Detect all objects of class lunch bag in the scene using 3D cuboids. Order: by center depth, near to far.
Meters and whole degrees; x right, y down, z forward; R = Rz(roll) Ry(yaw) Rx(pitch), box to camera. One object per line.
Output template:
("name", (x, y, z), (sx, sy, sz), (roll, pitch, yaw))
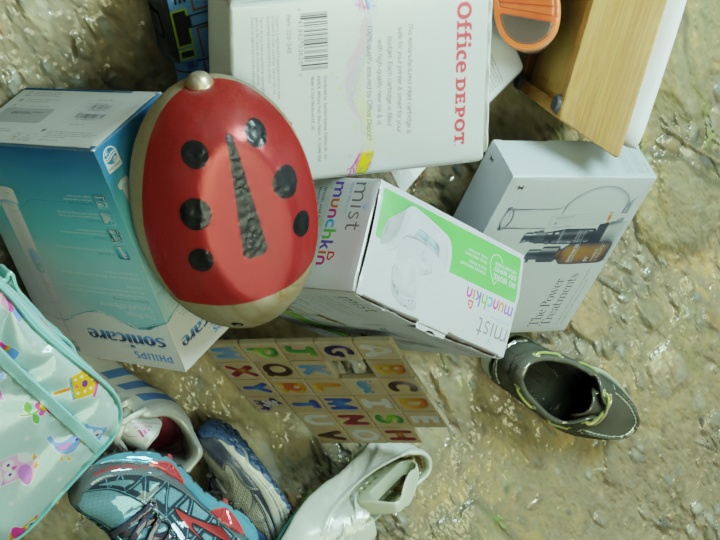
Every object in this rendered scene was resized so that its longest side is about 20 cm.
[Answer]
("lunch bag", (-0.270, 0.085, 1.223), (0.160, 0.077, 0.200), (-45, 126, -5))

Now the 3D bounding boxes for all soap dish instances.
("soap dish", (0.204, -0.212, 1.501), (0.081, 0.157, 0.200), (11, 105, -15))

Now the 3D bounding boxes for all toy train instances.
("toy train", (-0.098, -0.166, 1.391), (0.114, 0.087, 0.200), (-18, 120, -12))

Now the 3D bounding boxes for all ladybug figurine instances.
("ladybug figurine", (-0.092, -0.045, 1.259), (0.136, 0.072, 0.200), (-23, 117, -15))

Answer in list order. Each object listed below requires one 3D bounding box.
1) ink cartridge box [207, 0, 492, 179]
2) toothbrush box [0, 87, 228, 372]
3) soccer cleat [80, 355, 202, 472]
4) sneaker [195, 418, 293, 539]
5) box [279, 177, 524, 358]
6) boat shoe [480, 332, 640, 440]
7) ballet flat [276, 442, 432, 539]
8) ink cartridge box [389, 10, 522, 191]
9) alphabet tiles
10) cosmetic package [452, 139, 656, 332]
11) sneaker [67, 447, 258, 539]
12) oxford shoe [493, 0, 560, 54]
("ink cartridge box", (-0.010, -0.151, 1.330), (0.200, 0.086, 0.148), (-7, 117, -17))
("toothbrush box", (-0.193, -0.031, 1.342), (0.085, 0.146, 0.200), (-46, 129, -40))
("soccer cleat", (-0.208, 0.106, 1.441), (0.200, 0.086, 0.070), (31, 94, -35))
("sneaker", (-0.104, 0.218, 1.557), (0.085, 0.077, 0.200), (-33, 123, -8))
("box", (0.000, 0.000, 1.422), (0.200, 0.176, 0.097), (25, 73, -47))
("boat shoe", (0.201, 0.120, 1.692), (0.202, 0.060, 0.072), (29, 95, -35))
("ballet flat", (-0.001, 0.208, 1.563), (0.200, 0.069, 0.070), (-41, 131, -45))
("ink cartridge box", (0.035, -0.194, 1.446), (0.176, 0.045, 0.200), (-46, 127, -25))
("alphabet tiles", (-0.022, 0.105, 1.511), (0.200, 0.167, 0.008), (57, 36, -54))
("cosmetic package", (0.149, -0.026, 1.560), (0.151, 0.052, 0.200), (0, 136, -27))
("sneaker", (-0.151, 0.216, 1.433), (0.079, 0.096, 0.200), (-41, 127, 22))
("oxford shoe", (0.136, -0.280, 1.481), (0.071, 0.073, 0.200), (3, 91, 8))
